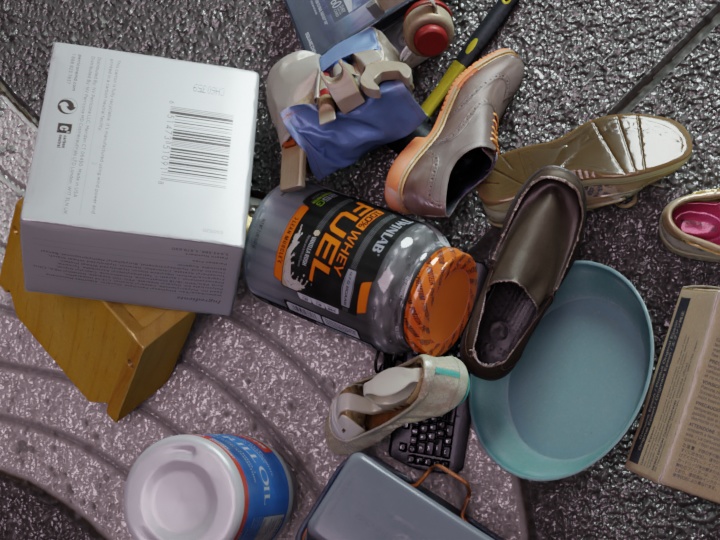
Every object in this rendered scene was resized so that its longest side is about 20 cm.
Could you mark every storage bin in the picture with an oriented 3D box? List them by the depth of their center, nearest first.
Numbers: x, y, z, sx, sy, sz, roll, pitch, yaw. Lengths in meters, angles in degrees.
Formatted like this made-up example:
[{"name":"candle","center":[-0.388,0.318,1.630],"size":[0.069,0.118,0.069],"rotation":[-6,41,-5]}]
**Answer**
[{"name":"storage bin","center":[0.046,0.237,1.130],"size":[0.199,0.135,0.146],"rotation":[32,75,11]}]

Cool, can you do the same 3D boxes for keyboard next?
[{"name":"keyboard","center":[0.059,0.085,1.212],"size":[0.103,0.040,0.203],"rotation":[6,84,15]}]

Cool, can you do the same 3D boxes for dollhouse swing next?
[{"name":"dollhouse swing","center":[-0.228,0.000,1.304],"size":[0.200,0.175,0.182],"rotation":[45,137,15]}]

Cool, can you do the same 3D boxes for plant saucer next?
[{"name":"plant saucer","center":[0.183,0.092,1.142],"size":[0.199,0.036,0.202],"rotation":[-24,53,37]}]

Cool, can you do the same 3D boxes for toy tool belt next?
[{"name":"toy tool belt","center":[0.005,-0.152,1.162],"size":[0.199,0.125,0.124],"rotation":[-29,40,19]}]

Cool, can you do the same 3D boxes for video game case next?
[{"name":"video game case","center":[0.021,-0.286,1.244],"size":[0.199,0.019,0.144],"rotation":[-31,45,11]}]

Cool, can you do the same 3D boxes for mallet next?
[{"name":"mallet","center":[0.085,-0.198,1.246],"size":[0.065,0.041,0.201],"rotation":[29,87,19]}]

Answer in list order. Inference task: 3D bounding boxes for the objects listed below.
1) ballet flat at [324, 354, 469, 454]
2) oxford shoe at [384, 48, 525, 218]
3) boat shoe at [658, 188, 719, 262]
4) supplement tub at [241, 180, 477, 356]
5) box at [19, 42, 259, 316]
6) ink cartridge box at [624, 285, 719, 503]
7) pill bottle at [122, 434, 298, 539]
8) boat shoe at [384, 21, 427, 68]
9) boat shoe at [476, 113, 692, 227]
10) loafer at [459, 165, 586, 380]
[{"name":"ballet flat","center":[0.015,0.115,1.163],"size":[0.199,0.062,0.068],"rotation":[-31,52,43]},{"name":"oxford shoe","center":[0.106,-0.122,1.184],"size":[0.072,0.072,0.201],"rotation":[21,65,35]},{"name":"boat shoe","center":[0.361,-0.034,1.128],"size":[0.197,0.069,0.075],"rotation":[2,84,16]},{"name":"supplement tub","center":[0.000,0.000,1.177],"size":[0.198,0.122,0.124],"rotation":[20,89,30]},{"name":"box","center":[-0.201,-0.083,1.193],"size":[0.197,0.131,0.201],"rotation":[7,59,-8]},{"name":"ink cartridge box","center":[0.341,0.122,1.071],"size":[0.198,0.075,0.167],"rotation":[20,87,-12]},{"name":"pill bottle","center":[-0.125,0.204,1.164],"size":[0.111,0.200,0.114],"rotation":[-2,83,14]},{"name":"boat shoe","center":[-0.003,-0.200,1.248],"size":[0.199,0.069,0.071],"rotation":[-40,77,8]},{"name":"boat shoe","center":[0.207,-0.090,1.189],"size":[0.197,0.063,0.074],"rotation":[-11,54,11]},{"name":"loafer","center":[0.148,0.006,1.129],"size":[0.072,0.071,0.202],"rotation":[20,94,3]}]
